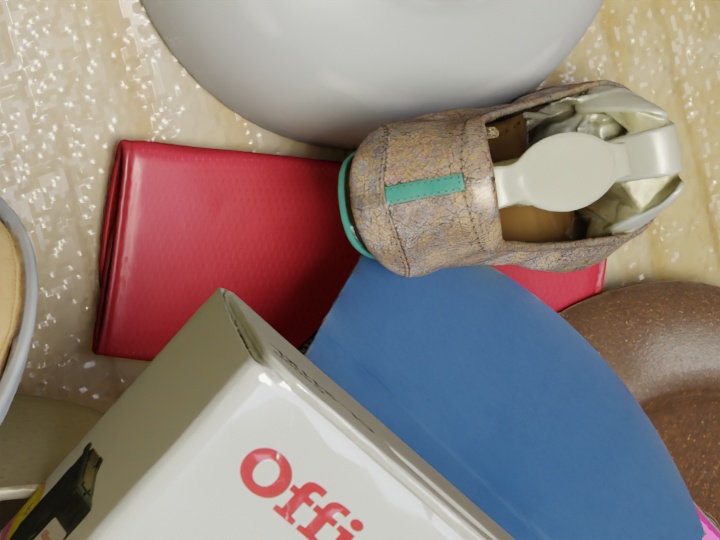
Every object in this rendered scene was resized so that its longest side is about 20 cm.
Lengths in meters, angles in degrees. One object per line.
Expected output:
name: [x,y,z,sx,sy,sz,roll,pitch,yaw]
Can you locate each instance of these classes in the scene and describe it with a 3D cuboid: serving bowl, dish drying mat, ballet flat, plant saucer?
serving bowl: [0.018,-0.139,0.862,0.199,0.066,0.201,-4,100,-26]
dish drying mat: [0.000,0.000,0.903,0.199,0.018,0.077,5,98,-26]
ballet flat: [0.071,-0.032,0.855,0.200,0.067,0.068,-19,94,-56]
plant saucer: [0.114,0.105,0.955,0.199,0.037,0.202,-7,107,-23]

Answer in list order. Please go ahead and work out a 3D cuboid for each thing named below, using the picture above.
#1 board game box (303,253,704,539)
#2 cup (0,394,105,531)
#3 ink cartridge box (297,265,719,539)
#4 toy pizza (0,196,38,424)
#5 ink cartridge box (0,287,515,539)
board game box: [0.032,0.082,0.806,0.158,0.039,0.200,43,36,-10]
cup: [-0.111,0.118,0.785,0.199,0.143,0.201,-5,118,-10]
ink cartridge box: [0.059,0.088,0.886,0.095,0.037,0.200,-42,98,-9]
toy pizza: [-0.185,0.036,0.719,0.200,0.200,0.032,-42,129,-14]
ink cartridge box: [-0.045,0.129,0.664,0.146,0.083,0.200,42,93,-16]
